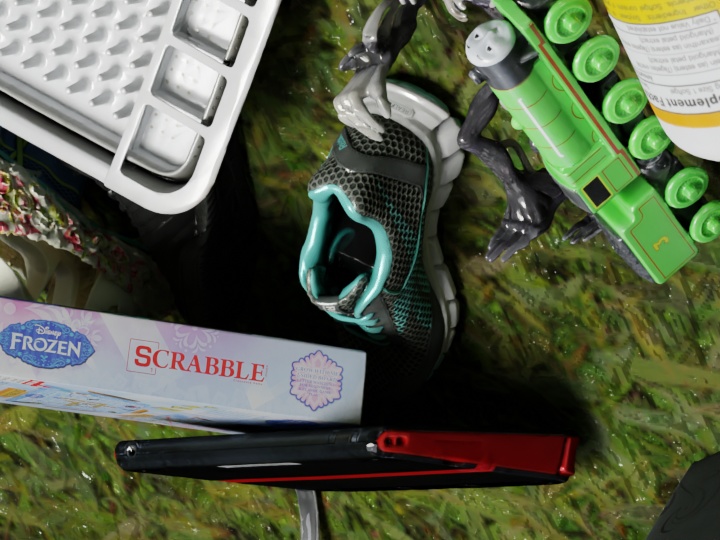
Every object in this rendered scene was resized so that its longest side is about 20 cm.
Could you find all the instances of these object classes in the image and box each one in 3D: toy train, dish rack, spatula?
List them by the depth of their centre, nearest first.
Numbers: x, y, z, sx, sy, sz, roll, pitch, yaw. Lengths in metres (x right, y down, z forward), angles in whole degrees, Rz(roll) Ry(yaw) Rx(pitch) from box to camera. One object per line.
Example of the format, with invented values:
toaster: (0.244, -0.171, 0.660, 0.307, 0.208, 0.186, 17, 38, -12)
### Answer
toy train: (0.103, -0.060, 1.079, 0.200, 0.056, 0.042, 46, -176, -47)
dish rack: (-0.130, -0.141, 1.247, 0.200, 0.044, 0.172, 28, 114, 15)
spatula: (-0.033, 0.144, 1.476, 0.056, 0.021, 0.200, 4, 126, 20)

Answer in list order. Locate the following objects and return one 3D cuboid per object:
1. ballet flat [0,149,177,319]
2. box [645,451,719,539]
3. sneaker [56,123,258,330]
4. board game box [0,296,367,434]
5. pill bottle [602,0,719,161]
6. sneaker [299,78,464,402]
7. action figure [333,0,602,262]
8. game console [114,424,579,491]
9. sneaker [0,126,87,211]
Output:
ballet flat: (-0.170, -0.003, 1.353, 0.076, 0.064, 0.200, -11, 149, 36)
box: (0.232, 0.148, 1.170, 0.124, 0.149, 0.200, 47, 140, -8)
sneaker: (-0.118, -0.061, 1.334, 0.104, 0.060, 0.200, 14, 128, 27)
board game box: (-0.122, 0.053, 1.307, 0.199, 0.041, 0.200, 9, 172, -19)
pill bottle: (0.159, -0.115, 1.020, 0.111, 0.111, 0.200, -6, 121, 42)
sneaker: (0.000, 0.000, 1.267, 0.078, 0.091, 0.200, 21, 136, 24)
action figure: (0.057, -0.096, 1.130, 0.119, 0.102, 0.200, -4, 126, 42)
game console: (-0.003, 0.096, 1.314, 0.200, 0.177, 0.031, -7, 77, 42)
sneaker: (-0.208, -0.080, 1.360, 0.105, 0.076, 0.200, 0, 153, 13)
